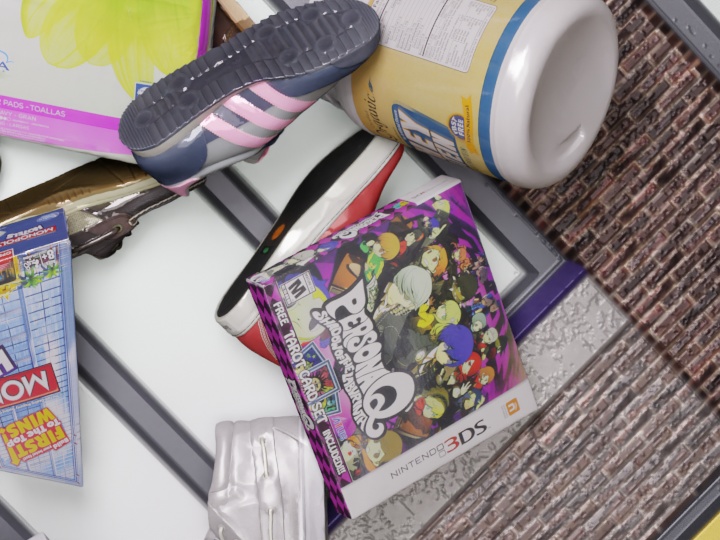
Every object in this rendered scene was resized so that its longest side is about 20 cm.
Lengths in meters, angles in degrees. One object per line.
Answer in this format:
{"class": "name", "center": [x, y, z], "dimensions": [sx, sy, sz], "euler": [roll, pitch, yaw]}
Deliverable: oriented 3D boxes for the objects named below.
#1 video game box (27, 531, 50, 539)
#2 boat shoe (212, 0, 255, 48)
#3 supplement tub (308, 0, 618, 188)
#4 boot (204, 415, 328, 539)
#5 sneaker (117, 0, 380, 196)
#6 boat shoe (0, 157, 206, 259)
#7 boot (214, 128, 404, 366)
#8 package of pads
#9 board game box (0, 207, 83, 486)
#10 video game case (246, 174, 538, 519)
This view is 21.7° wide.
{"class": "video game box", "center": [-0.274, 0.300, 1.391], "dimensions": [0.199, 0.047, 0.183], "euler": [-30, 136, -3]}
{"class": "boat shoe", "center": [-0.145, -0.213, 1.411], "dimensions": [0.070, 0.070, 0.201], "euler": [-38, 96, -6]}
{"class": "supplement tub", "center": [0.070, -0.154, 1.360], "dimensions": [0.199, 0.144, 0.146], "euler": [22, 92, 32]}
{"class": "boot", "center": [-0.073, 0.212, 1.450], "dimensions": [0.094, 0.074, 0.202], "euler": [-1, 85, 1]}
{"class": "sneaker", "center": [-0.069, -0.121, 1.328], "dimensions": [0.199, 0.071, 0.082], "euler": [-25, 139, 7]}
{"class": "boat shoe", "center": [-0.206, -0.040, 1.423], "dimensions": [0.198, 0.073, 0.065], "euler": [-20, 115, -4]}
{"class": "boot", "center": [0.000, 0.000, 1.445], "dimensions": [0.144, 0.072, 0.201], "euler": [38, 84, -18]}
{"class": "package of pads", "center": [-0.206, -0.168, 1.371], "dimensions": [0.198, 0.068, 0.156], "euler": [10, 117, 5]}
{"class": "board game box", "center": [-0.283, 0.080, 1.385], "dimensions": [0.198, 0.062, 0.201], "euler": [-17, 117, -5]}
{"class": "video game case", "center": [0.028, 0.057, 1.413], "dimensions": [0.180, 0.036, 0.202], "euler": [-28, 110, -22]}
